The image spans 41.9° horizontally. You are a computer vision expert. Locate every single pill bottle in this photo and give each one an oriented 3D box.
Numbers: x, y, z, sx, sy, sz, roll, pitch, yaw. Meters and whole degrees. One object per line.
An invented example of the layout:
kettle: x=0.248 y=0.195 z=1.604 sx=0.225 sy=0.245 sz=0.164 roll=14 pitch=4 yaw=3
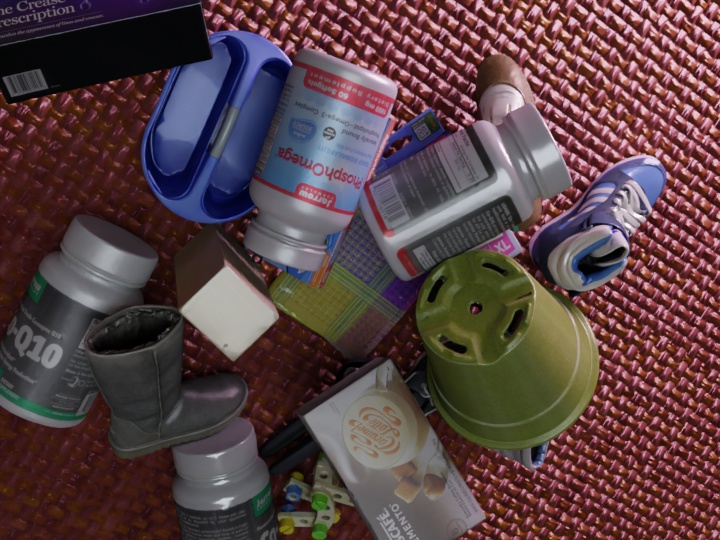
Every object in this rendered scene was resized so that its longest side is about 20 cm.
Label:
pill bottle: x=-0.155 y=0.280 z=1.087 sx=0.112 sy=0.113 sz=0.201 roll=-10 pitch=108 yaw=-9
pill bottle: x=-0.299 y=0.052 z=0.985 sx=0.113 sy=0.113 sz=0.201 roll=27 pitch=98 yaw=-18
pill bottle: x=-0.045 y=-0.107 z=0.926 sx=0.108 sy=0.109 sz=0.201 roll=18 pitch=99 yaw=-16
pill bottle: x=0.106 y=-0.082 z=0.964 sx=0.199 sy=0.114 sz=0.114 roll=-27 pitch=110 yaw=9

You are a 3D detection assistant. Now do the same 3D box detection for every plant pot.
plant pot: x=0.142 y=0.070 z=0.995 sx=0.200 sy=0.200 sz=0.190 roll=-39 pitch=150 yaw=0

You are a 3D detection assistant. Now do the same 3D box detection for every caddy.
caddy: x=-0.144 y=-0.149 z=0.974 sx=0.141 sy=0.105 sz=0.201 roll=22 pitch=99 yaw=-18

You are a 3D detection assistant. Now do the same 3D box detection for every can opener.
can opener: x=-0.036 y=0.175 z=1.103 sx=0.200 sy=0.063 sz=0.079 roll=-41 pitch=139 yaw=7

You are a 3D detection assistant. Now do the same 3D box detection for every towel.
towel: x=0.000 y=0.000 z=1.069 sx=0.143 sy=0.023 sz=0.200 roll=36 pitch=108 yaw=-14

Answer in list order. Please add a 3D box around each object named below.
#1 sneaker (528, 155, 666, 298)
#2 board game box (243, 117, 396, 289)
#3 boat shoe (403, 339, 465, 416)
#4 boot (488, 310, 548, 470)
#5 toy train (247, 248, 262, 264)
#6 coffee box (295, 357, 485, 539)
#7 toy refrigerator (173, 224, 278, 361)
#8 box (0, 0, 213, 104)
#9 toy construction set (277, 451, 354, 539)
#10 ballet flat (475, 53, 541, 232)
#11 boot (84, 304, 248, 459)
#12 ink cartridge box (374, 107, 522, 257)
sneaker: x=0.296 y=-0.049 z=1.077 sx=0.200 sy=0.146 sz=0.081 roll=-36 pitch=110 yaw=0
board game box: x=-0.046 y=-0.092 z=1.029 sx=0.103 sy=0.019 sz=0.201 roll=28 pitch=100 yaw=20
boat shoe: x=0.074 y=0.155 z=1.129 sx=0.200 sy=0.063 sz=0.073 roll=-35 pitch=109 yaw=-1
boot: x=0.200 y=0.137 z=1.126 sx=0.073 sy=0.095 sz=0.201 roll=-12 pitch=115 yaw=-39
toy train: x=-0.073 y=-0.100 z=1.005 sx=0.034 sy=0.046 sz=0.201 roll=24 pitch=97 yaw=-7
coffee box: x=0.031 y=0.208 z=1.016 sx=0.114 sy=0.080 sz=0.201 roll=-31 pitch=91 yaw=-11
toy refrigerator: x=-0.145 y=0.017 z=0.971 sx=0.070 sy=0.200 sz=0.076 roll=-43 pitch=110 yaw=2
box: x=-0.256 y=-0.255 z=0.898 sx=0.199 sy=0.142 sz=0.079 roll=-15 pitch=148 yaw=-8
toy construction set: x=0.010 y=0.273 z=1.117 sx=0.199 sy=0.092 sz=0.131 roll=8 pitch=133 yaw=-20
ballet flat: x=0.162 y=-0.141 z=1.042 sx=0.067 sy=0.072 sz=0.201 roll=-4 pitch=97 yaw=19
boot: x=-0.197 y=0.104 z=0.990 sx=0.181 sy=0.073 sz=0.201 roll=-25 pitch=141 yaw=-30
ink cartridge box: x=0.089 y=-0.072 z=1.084 sx=0.119 sy=0.042 sz=0.200 roll=-34 pitch=108 yaw=-2
